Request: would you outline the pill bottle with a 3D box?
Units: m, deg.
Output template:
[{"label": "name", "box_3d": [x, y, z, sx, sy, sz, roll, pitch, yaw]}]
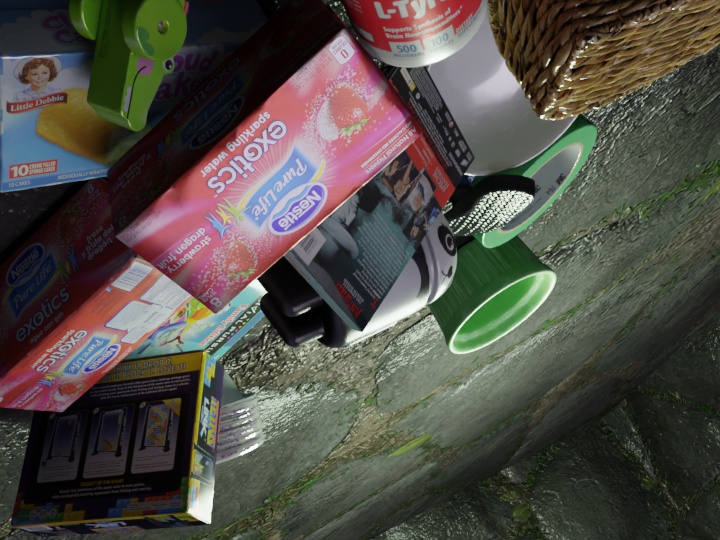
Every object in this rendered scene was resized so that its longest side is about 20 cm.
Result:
[{"label": "pill bottle", "box_3d": [0.023, -0.243, 0.547, 0.112, 0.113, 0.200, -34, 154, 2]}]

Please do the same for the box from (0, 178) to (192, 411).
[{"label": "box", "box_3d": [-0.250, 0.027, 0.693, 0.200, 0.096, 0.100, -40, 153, 13]}]

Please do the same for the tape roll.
[{"label": "tape roll", "box_3d": [0.211, -0.118, 0.996, 0.200, 0.048, 0.201, -37, 159, -16]}]

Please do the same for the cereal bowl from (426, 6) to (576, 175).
[{"label": "cereal bowl", "box_3d": [0.126, -0.195, 0.754, 0.198, 0.084, 0.201, -16, 135, -17]}]

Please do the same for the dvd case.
[{"label": "dvd case", "box_3d": [0.016, -0.067, 0.666, 0.201, 0.022, 0.146, -58, 137, -16]}]

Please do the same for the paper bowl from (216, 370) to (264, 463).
[{"label": "paper bowl", "box_3d": [-0.220, 0.179, 0.943, 0.198, 0.106, 0.201, -11, 176, -1]}]

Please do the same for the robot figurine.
[{"label": "robot figurine", "box_3d": [0.001, 0.000, 0.769, 0.199, 0.126, 0.150, -23, 176, -23]}]

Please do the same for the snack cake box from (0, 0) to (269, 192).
[{"label": "snack cake box", "box_3d": [-0.166, -0.134, 0.566, 0.199, 0.067, 0.115, -15, 150, -34]}]

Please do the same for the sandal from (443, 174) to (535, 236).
[{"label": "sandal", "box_3d": [0.136, -0.078, 0.879, 0.075, 0.049, 0.200, 7, 166, -16]}]

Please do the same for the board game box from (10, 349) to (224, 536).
[{"label": "board game box", "box_3d": [-0.245, 0.178, 0.808, 0.198, 0.167, 0.057, -8, 148, 16]}]

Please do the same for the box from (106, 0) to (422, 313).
[{"label": "box", "box_3d": [-0.070, -0.082, 0.548, 0.200, 0.096, 0.100, -40, 129, 8]}]

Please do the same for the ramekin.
[{"label": "ramekin", "box_3d": [0.196, 0.030, 1.229, 0.199, 0.098, 0.201, -27, 153, -15]}]

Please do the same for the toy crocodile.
[{"label": "toy crocodile", "box_3d": [-0.124, -0.185, 0.467, 0.062, 0.067, 0.202, -4, 107, -55]}]

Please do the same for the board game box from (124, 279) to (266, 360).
[{"label": "board game box", "box_3d": [-0.188, 0.037, 0.855, 0.151, 0.047, 0.199, -42, 153, 17]}]

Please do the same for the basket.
[{"label": "basket", "box_3d": [0.204, -0.235, 0.657, 0.198, 0.150, 0.143, -25, 164, -13]}]

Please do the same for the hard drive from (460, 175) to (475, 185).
[{"label": "hard drive", "box_3d": [0.162, -0.178, 0.918, 0.131, 0.025, 0.201, -18, 150, -30]}]
